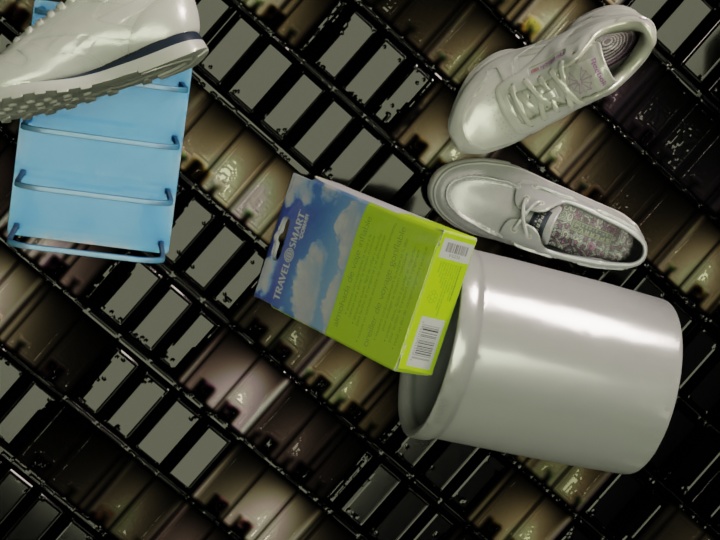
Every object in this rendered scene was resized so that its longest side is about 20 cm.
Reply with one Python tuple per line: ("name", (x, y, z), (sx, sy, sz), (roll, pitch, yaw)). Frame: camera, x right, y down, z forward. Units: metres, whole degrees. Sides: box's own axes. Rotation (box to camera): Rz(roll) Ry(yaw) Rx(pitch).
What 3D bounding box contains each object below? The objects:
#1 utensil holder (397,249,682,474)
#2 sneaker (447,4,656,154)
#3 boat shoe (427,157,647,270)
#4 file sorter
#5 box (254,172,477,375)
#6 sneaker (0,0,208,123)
("utensil holder", (0.151, 0.079, 1.482), (0.200, 0.170, 0.170), (13, 97, -13))
("sneaker", (0.163, -0.166, 1.476), (0.200, 0.100, 0.075), (-33, 104, 0))
("boat shoe", (0.157, -0.043, 1.509), (0.200, 0.069, 0.072), (23, 95, -11))
("file sorter", (-0.212, -0.113, 1.422), (0.138, 0.123, 0.200), (7, 97, -9))
("box", (0.000, 0.000, 1.453), (0.048, 0.200, 0.122), (13, 98, -42))
("sneaker", (-0.220, -0.170, 1.321), (0.200, 0.076, 0.081), (-18, 89, -9))
